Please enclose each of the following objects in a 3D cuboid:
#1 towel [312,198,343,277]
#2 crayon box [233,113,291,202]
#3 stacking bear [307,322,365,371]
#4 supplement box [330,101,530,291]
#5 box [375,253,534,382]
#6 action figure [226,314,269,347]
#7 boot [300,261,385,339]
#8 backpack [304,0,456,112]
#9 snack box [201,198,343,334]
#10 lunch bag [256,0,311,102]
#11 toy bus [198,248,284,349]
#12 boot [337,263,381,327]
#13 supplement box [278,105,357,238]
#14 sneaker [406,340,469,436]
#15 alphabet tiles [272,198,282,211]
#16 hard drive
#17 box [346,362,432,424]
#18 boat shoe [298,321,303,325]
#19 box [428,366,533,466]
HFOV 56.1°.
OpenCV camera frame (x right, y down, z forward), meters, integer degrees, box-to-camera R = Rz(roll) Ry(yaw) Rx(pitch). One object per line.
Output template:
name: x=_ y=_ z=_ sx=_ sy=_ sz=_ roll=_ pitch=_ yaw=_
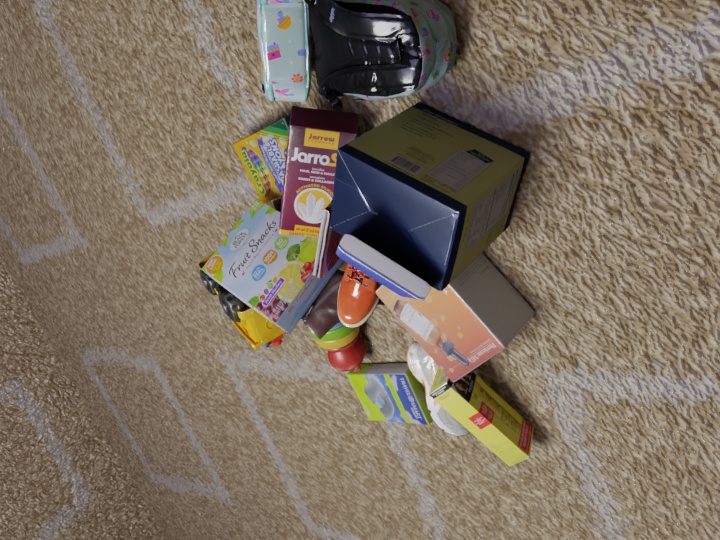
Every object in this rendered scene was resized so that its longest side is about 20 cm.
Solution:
towel: x=-0.015 y=-0.094 z=1.084 sx=0.023 sy=0.200 sz=0.145 roll=24 pitch=135 yaw=12
crayon box: x=-0.157 y=-0.203 z=1.256 sx=0.199 sy=0.051 sz=0.127 roll=-11 pitch=109 yaw=48
stacking bear: x=-0.047 y=0.111 z=1.339 sx=0.121 sy=0.114 sz=0.201 roll=7 pitch=127 yaw=41
supplement box: x=0.097 y=-0.113 z=0.958 sx=0.199 sy=0.199 sz=0.135 roll=31 pitch=136 yaw=24
box: x=0.151 y=0.052 z=1.100 sx=0.200 sy=0.106 sz=0.152 roll=48 pitch=140 yaw=6
action figure: x=-0.239 y=0.069 z=1.487 sx=0.101 sy=0.119 sz=0.201 roll=-10 pitch=116 yaw=42
boot: x=-0.017 y=0.062 z=1.216 sx=0.200 sy=0.167 sz=0.072 roll=39 pitch=175 yaw=16
backpack: x=0.031 y=-0.314 z=0.935 sx=0.199 sy=0.126 sz=0.168 roll=16 pitch=130 yaw=39
snack box: x=-0.158 y=-0.011 z=1.206 sx=0.199 sy=0.169 sz=0.068 roll=30 pitch=168 yaw=30
lunch bag: x=-0.119 y=-0.364 z=1.032 sx=0.161 sy=0.076 sz=0.202 roll=-104 pitch=12 yaw=-54
toy bus: x=-0.218 y=0.063 z=1.360 sx=0.200 sy=0.135 sz=0.193 roll=39 pitch=150 yaw=39
boot: x=0.000 y=0.000 z=1.130 sx=0.074 sy=0.107 sz=0.202 roll=19 pitch=94 yaw=14
supplement box: x=-0.072 y=-0.159 z=1.126 sx=0.109 sy=0.086 sz=0.202 roll=6 pitch=124 yaw=-6
sneaker: x=0.163 y=0.214 z=1.234 sx=0.092 sy=0.076 sz=0.201 roll=-20 pitch=104 yaw=45
alphabet tiles: x=-0.082 y=-0.069 z=1.274 sx=0.198 sy=0.008 sz=0.168 roll=-11 pitch=111 yaw=31
hard drive: x=0.026 y=-0.002 z=0.964 sx=0.131 sy=0.026 sz=0.200 roll=32 pitch=177 yaw=-2
box: x=0.072 y=0.247 z=1.364 sx=0.199 sy=0.048 sz=0.123 roll=-10 pitch=111 yaw=48
boat shoe: x=-0.131 y=0.024 z=1.380 sx=0.064 sy=0.071 sz=0.202 roll=6 pitch=120 yaw=42
box: x=0.210 y=0.243 z=1.166 sx=0.200 sy=0.075 sz=0.050 roll=43 pitch=128 yaw=-9
